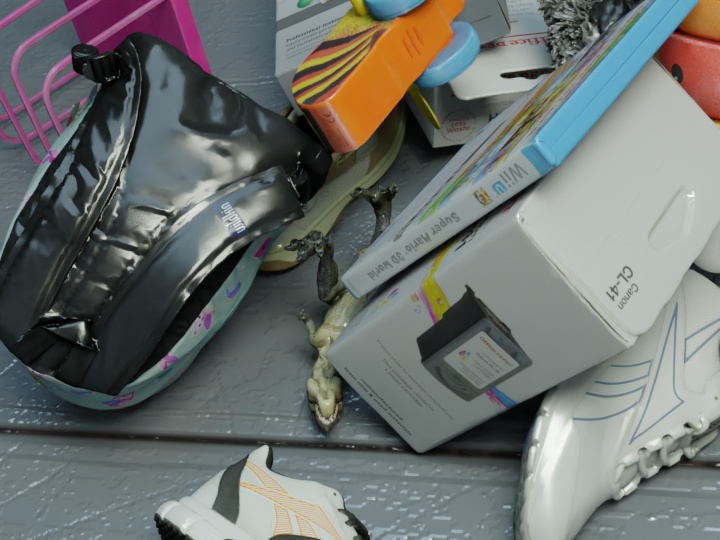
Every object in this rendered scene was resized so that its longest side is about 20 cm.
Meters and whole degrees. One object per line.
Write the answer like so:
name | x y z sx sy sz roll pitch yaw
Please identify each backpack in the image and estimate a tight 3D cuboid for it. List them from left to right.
backpack | -0.126 -0.015 0.789 0.165 0.127 0.202 30 79 10

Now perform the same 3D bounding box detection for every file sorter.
file sorter | -0.214 -0.153 1.002 0.125 0.140 0.199 -37 45 -22

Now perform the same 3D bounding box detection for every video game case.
video game case | 0.076 -0.063 0.687 0.143 0.018 0.200 -47 6 -31

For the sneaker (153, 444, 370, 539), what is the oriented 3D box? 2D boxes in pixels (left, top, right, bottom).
sneaker | -0.017 0.147 0.662 0.080 0.074 0.199 -38 46 -27

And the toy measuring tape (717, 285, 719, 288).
toy measuring tape | 0.282 0.010 0.747 0.198 0.074 0.074 -23 35 27

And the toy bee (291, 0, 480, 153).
toy bee | 0.027 -0.146 0.799 0.198 0.133 0.108 -26 24 -27

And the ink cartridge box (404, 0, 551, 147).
ink cartridge box | 0.087 -0.151 0.946 0.113 0.069 0.201 -9 39 -12

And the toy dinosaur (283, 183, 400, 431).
toy dinosaur | 0.000 0.000 0.806 0.047 0.089 0.201 8 46 28

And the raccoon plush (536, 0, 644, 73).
raccoon plush | 0.127 -0.115 0.827 0.202 0.096 0.134 -61 32 15

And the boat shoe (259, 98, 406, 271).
boat shoe | -0.026 -0.085 0.923 0.073 0.067 0.201 7 44 25

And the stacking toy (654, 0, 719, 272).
stacking toy | 0.203 -0.093 0.710 0.144 0.203 0.146 3 20 -1

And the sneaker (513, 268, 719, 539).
sneaker | 0.144 0.071 0.700 0.086 0.075 0.201 29 62 17

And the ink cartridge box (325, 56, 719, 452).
ink cartridge box | 0.087 -0.004 0.705 0.086 0.200 0.148 44 55 -4

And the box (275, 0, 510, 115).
box | 0.017 -0.209 0.933 0.154 0.041 0.202 -19 42 16
